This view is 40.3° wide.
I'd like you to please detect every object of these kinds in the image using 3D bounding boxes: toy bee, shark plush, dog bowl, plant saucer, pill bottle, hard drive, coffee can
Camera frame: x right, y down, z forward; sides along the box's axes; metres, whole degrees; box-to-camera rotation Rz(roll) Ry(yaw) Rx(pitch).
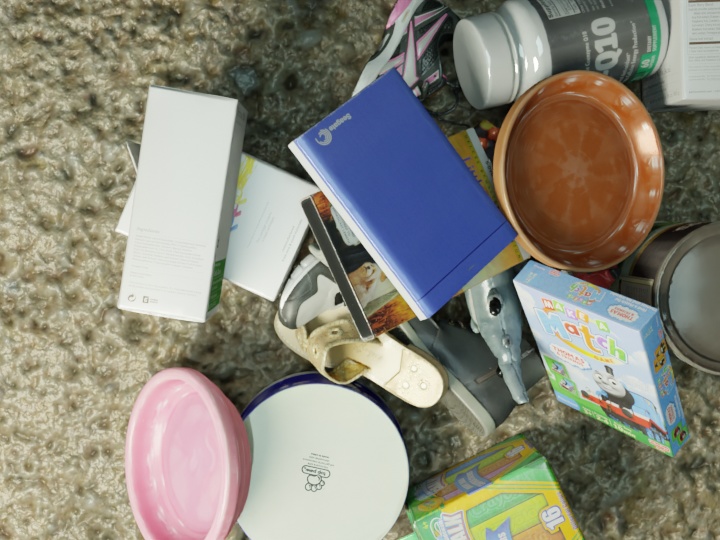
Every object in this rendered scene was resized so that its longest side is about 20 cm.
[{"bbox_3d":[0.137,-0.112,1.045,0.200,0.109,0.131,30,92,-4],"label":"toy bee"},{"bbox_3d":[0.131,0.040,1.018,0.091,0.083,0.200,-2,75,8],"label":"shark plush"},{"bbox_3d":[-0.047,0.213,1.066,0.200,0.079,0.201,0,93,-2],"label":"dog bowl"},{"bbox_3d":[-0.177,0.202,1.026,0.051,0.200,0.201,4,93,-42],"label":"plant saucer"},{"bbox_3d":[0.206,-0.236,1.025,0.200,0.113,0.113,-16,93,-12],"label":"pill bottle"},{"bbox_3d":[0.218,-0.098,0.985,0.200,0.032,0.201,-1,92,-25],"label":"plant saucer"},{"bbox_3d":[0.043,-0.073,0.911,0.132,0.025,0.200,-40,97,-26],"label":"hard drive"},{"bbox_3d":[0.341,0.022,1.014,0.146,0.200,0.147,0,92,-3],"label":"coffee can"}]

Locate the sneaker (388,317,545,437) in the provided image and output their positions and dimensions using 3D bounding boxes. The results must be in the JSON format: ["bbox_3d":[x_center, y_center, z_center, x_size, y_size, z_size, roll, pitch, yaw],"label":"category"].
[{"bbox_3d":[0.104,0.076,1.080,0.106,0.075,0.200,-40,85,-20],"label":"sneaker"}]

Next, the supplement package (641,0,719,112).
[{"bbox_3d":[0.371,-0.275,1.040,0.119,0.121,0.200,-3,92,-4],"label":"supplement package"}]

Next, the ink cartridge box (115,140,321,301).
[{"bbox_3d":[-0.152,-0.068,1.024,0.200,0.129,0.125,24,92,-2],"label":"ink cartridge box"}]

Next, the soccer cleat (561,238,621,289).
[{"bbox_3d":[0.247,-0.063,1.074,0.069,0.085,0.200,14,69,-19],"label":"soccer cleat"}]

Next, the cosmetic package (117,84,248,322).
[{"bbox_3d":[-0.162,-0.061,0.907,0.085,0.108,0.200,10,94,-2],"label":"cosmetic package"}]

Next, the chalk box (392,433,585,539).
[{"bbox_3d":[0.123,0.283,1.054,0.200,0.124,0.125,-27,93,-1],"label":"chalk box"}]

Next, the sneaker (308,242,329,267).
[{"bbox_3d":[0.011,-0.081,0.979,0.092,0.076,0.200,31,61,-26],"label":"sneaker"}]

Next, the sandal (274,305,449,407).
[{"bbox_3d":[-0.013,0.085,1.025,0.211,0.070,0.078,24,105,20],"label":"sandal"}]

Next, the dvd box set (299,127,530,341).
[{"bbox_3d":[0.057,-0.038,0.944,0.200,0.029,0.147,-25,92,-27],"label":"dvd box set"}]

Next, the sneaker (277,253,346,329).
[{"bbox_3d":[0.000,0.000,1.030,0.200,0.074,0.080,-39,71,-18],"label":"sneaker"}]

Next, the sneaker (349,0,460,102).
[{"bbox_3d":[0.046,-0.204,1.048,0.086,0.080,0.200,26,92,0],"label":"sneaker"}]

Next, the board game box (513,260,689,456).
[{"bbox_3d":[0.245,0.090,0.994,0.037,0.151,0.200,-44,132,-20],"label":"board game box"}]
